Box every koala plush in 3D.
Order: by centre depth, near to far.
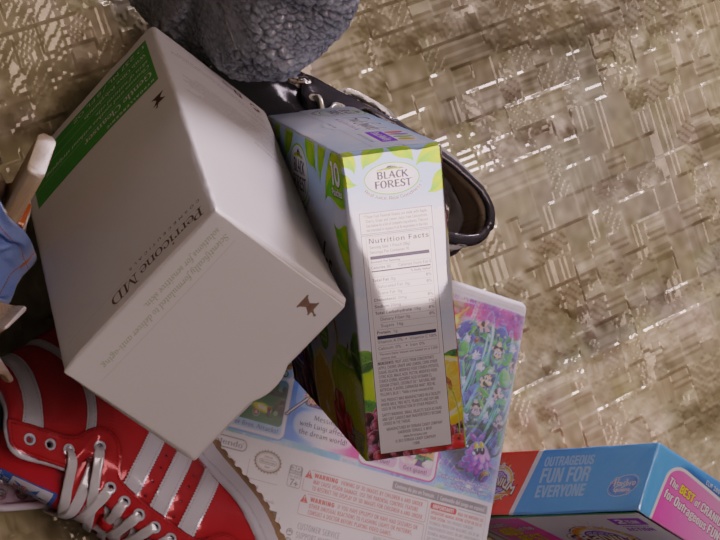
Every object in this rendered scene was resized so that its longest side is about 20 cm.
[{"bbox_3d":[-0.020,-0.204,1.244,0.200,0.177,0.184,-27,100,-43],"label":"koala plush"}]

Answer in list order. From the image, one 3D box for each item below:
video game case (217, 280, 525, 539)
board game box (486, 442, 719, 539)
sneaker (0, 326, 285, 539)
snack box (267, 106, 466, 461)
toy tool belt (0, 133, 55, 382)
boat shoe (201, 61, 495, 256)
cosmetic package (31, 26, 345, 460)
[{"bbox_3d":[-0.010,0.080,1.299,0.200,0.024,0.182,18,75,-28],"label":"video game case"},{"bbox_3d":[0.176,0.160,1.358,0.200,0.153,0.040,33,66,-30],"label":"board game box"},{"bbox_3d":[-0.115,0.115,1.173,0.112,0.071,0.200,-20,68,-34],"label":"sneaker"},{"bbox_3d":[0.000,0.000,1.170,0.053,0.200,0.142,-6,99,-11],"label":"snack box"},{"bbox_3d":[-0.217,0.021,1.102,0.125,0.123,0.200,43,63,-25],"label":"toy tool belt"},{"bbox_3d":[-0.013,-0.063,1.297,0.200,0.060,0.074,34,67,-29],"label":"boat shoe"},{"bbox_3d":[-0.087,-0.017,1.142,0.085,0.200,0.108,37,104,-28],"label":"cosmetic package"}]
